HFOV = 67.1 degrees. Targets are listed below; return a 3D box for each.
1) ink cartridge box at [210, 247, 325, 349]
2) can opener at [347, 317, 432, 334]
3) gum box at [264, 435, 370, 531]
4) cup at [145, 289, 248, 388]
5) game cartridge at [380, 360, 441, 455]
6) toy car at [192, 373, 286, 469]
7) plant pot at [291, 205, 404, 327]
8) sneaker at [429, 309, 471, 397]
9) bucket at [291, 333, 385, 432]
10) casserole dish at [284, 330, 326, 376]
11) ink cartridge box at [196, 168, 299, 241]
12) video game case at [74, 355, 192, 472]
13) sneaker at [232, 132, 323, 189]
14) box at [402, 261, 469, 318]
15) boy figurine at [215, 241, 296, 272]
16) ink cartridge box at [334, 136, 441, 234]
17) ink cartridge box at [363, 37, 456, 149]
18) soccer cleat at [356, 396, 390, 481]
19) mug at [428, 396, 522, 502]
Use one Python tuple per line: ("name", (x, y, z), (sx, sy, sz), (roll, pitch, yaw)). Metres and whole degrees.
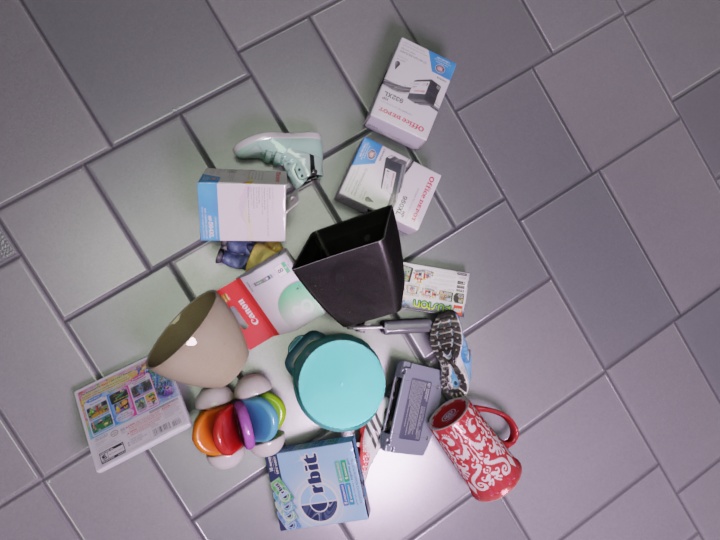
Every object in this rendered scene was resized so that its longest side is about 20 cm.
("ink cartridge box", (-0.200, 0.071, 1.169), (0.200, 0.050, 0.161), (-31, 107, 2))
("can opener", (0.065, 0.113, 1.248), (0.199, 0.053, 0.067), (-2, 89, -11))
("gum box", (-0.093, 0.463, 1.181), (0.199, 0.045, 0.170), (-13, 90, 9))
("cup", (-0.318, 0.161, 1.126), (0.200, 0.200, 0.143), (-49, 115, -8))
("game cartridge", (0.120, 0.313, 1.230), (0.133, 0.041, 0.201), (21, 78, -39))
("toy car", (-0.253, 0.322, 1.136), (0.199, 0.150, 0.176), (-14, 90, -10))
("plant pot", (0.000, 0.000, 1.155), (0.200, 0.200, 0.178), (-18, 113, 17))
("sneaker", (0.216, 0.187, 1.262), (0.078, 0.090, 0.201), (-4, 99, 28))
("bucket", (-0.043, 0.232, 1.140), (0.207, 0.135, 0.208), (0, 86, -5))
("casserole dish", (-0.078, 0.226, 1.227), (0.200, 0.039, 0.121), (42, 81, -5))
("ink cartridge box", (-0.231, -0.139, 1.147), (0.199, 0.129, 0.126), (1, 113, -7))
("video game case", (-0.473, 0.287, 1.127), (0.200, 0.024, 0.182), (-26, 66, -9))
("sneaker", (-0.177, -0.240, 1.207), (0.200, 0.074, 0.119), (-8, 83, -12))
("box", (0.151, 0.043, 1.274), (0.199, 0.035, 0.110), (10, 86, -9))
("boy figurine", (-0.213, -0.025, 1.201), (0.200, 0.064, 0.125), (16, 86, -10))
("ink cartridge box", (0.063, -0.191, 1.243), (0.200, 0.084, 0.145), (25, 85, -8))
("ink cartridge box", (0.114, -0.407, 1.261), (0.145, 0.084, 0.200), (23, 84, -9))
("soccer cleat", (0.030, 0.380, 1.226), (0.085, 0.069, 0.201), (7, 82, -5))
("mug", (0.260, 0.385, 1.234), (0.200, 0.133, 0.178), (53, 38, -10))
